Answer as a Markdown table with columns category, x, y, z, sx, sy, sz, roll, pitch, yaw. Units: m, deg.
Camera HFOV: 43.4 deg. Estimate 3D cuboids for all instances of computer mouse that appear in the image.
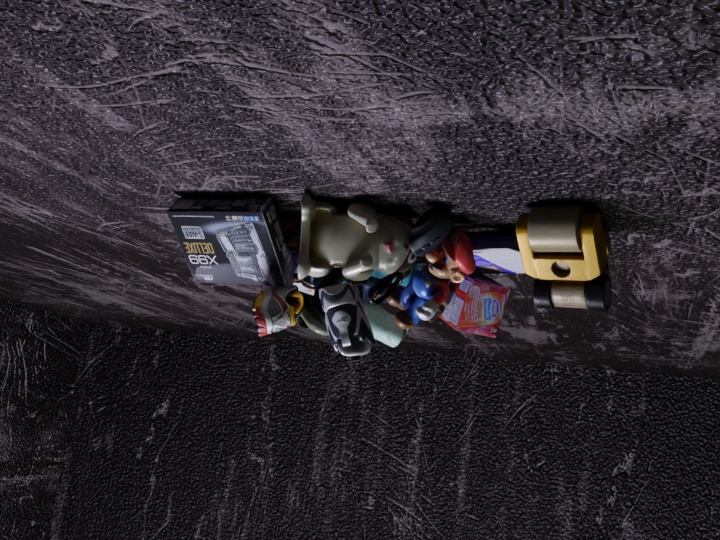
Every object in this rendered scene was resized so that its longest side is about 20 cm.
| category | x | y | z | sx | sy | sz | roll | pitch | yaw |
| --- | --- | --- | --- | --- | --- | --- | --- | --- | --- |
| computer mouse | 0.084 | -0.021 | 1.467 | 0.058 | 0.201 | 0.034 | 29 | -170 | -49 |

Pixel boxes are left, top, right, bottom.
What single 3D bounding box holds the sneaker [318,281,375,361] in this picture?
| category | x | y | z | sx | sy | sz | roll | pitch | yaw |
| --- | --- | --- | --- | --- | --- | --- | --- | --- | --- |
| sneaker | -0.020 | 0.092 | 1.571 | 0.078 | 0.132 | 0.199 | -11 | 175 | 0 |

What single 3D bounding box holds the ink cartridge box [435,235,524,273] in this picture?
| category | x | y | z | sx | sy | sz | roll | pitch | yaw |
| --- | --- | --- | --- | --- | --- | --- | --- | --- | --- |
| ink cartridge box | 0.242 | -0.033 | 1.644 | 0.196 | 0.044 | 0.198 | -1 | 169 | 41 |

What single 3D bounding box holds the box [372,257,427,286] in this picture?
| category | x | y | z | sx | sy | sz | roll | pitch | yaw |
| --- | --- | --- | --- | --- | --- | --- | --- | --- | --- |
| box | 0.082 | -0.004 | 1.726 | 0.081 | 0.050 | 0.199 | 0 | -171 | -31 |

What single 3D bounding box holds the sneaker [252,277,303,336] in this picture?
| category | x | y | z | sx | sy | sz | roll | pitch | yaw |
| --- | --- | --- | --- | --- | --- | --- | --- | --- | --- |
| sneaker | -0.138 | 0.057 | 1.629 | 0.081 | 0.079 | 0.201 | -8 | -155 | 6 |

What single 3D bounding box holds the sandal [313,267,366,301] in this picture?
| category | x | y | z | sx | sy | sz | roll | pitch | yaw |
| --- | --- | --- | --- | --- | --- | --- | --- | --- | --- |
| sandal | 0.000 | 0.000 | 1.668 | 0.198 | 0.045 | 0.075 | -34 | 166 | -1 |

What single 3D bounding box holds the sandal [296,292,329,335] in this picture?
| category | x | y | z | sx | sy | sz | roll | pitch | yaw |
| --- | --- | --- | --- | --- | --- | --- | --- | --- | --- |
| sandal | -0.093 | 0.086 | 1.676 | 0.079 | 0.058 | 0.201 | 18 | -168 | -12 |

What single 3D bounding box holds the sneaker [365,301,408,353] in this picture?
| category | x | y | z | sx | sy | sz | roll | pitch | yaw |
| --- | --- | --- | --- | --- | --- | --- | --- | --- | --- |
| sneaker | 0.033 | 0.102 | 1.811 | 0.117 | 0.075 | 0.201 | 26 | -170 | -11 |

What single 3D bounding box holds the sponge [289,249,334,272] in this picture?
| category | x | y | z | sx | sy | sz | roll | pitch | yaw |
| --- | --- | --- | --- | --- | --- | --- | --- | --- | --- |
| sponge | -0.141 | -0.018 | 1.697 | 0.196 | 0.030 | 0.111 | 5 | 172 | 18 |

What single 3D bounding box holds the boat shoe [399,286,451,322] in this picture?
| category | x | y | z | sx | sy | sz | roll | pitch | yaw |
| --- | --- | --- | --- | --- | --- | --- | --- | --- | --- |
| boat shoe | 0.096 | 0.062 | 1.781 | 0.074 | 0.076 | 0.202 | 34 | 170 | -22 |

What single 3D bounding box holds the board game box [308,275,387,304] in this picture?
| category | x | y | z | sx | sy | sz | roll | pitch | yaw |
| --- | --- | --- | --- | --- | --- | --- | --- | --- | --- |
| board game box | -0.033 | 0.007 | 1.839 | 0.149 | 0.037 | 0.200 | 10 | -163 | -16 |

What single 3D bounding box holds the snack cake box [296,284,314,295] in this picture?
| category | x | y | z | sx | sy | sz | roll | pitch | yaw |
| --- | --- | --- | --- | --- | --- | --- | --- | --- | --- |
| snack cake box | -0.090 | 0.015 | 2.051 | 0.113 | 0.069 | 0.199 | -2 | 167 | 31 |

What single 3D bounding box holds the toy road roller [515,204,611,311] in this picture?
| category | x | y | z | sx | sy | sz | roll | pitch | yaw |
| --- | --- | --- | --- | --- | --- | --- | --- | --- | --- |
| toy road roller | 0.336 | -0.038 | 1.439 | 0.121 | 0.147 | 0.202 | 1 | 131 | 30 |

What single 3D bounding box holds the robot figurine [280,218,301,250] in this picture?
| category | x | y | z | sx | sy | sz | roll | pitch | yaw |
| --- | --- | --- | --- | --- | --- | --- | --- | --- | --- |
| robot figurine | -0.084 | -0.055 | 1.710 | 0.198 | 0.059 | 0.144 | 15 | 167 | -38 |

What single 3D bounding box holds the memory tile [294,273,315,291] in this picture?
| category | x | y | z | sx | sy | sz | roll | pitch | yaw |
| --- | --- | --- | --- | --- | --- | --- | --- | --- | --- |
| memory tile | -0.107 | 0.007 | 1.865 | 0.197 | 0.017 | 0.153 | 19 | -165 | 8 |

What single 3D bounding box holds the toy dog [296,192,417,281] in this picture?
| category | x | y | z | sx | sy | sz | roll | pitch | yaw |
| --- | --- | --- | --- | --- | --- | --- | --- | --- | --- |
| toy dog | -0.001 | -0.040 | 1.527 | 0.196 | 0.142 | 0.194 | 4 | 170 | 3 |

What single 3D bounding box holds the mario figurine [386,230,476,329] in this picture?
| category | x | y | z | sx | sy | sz | roll | pitch | yaw |
| --- | --- | --- | --- | --- | --- | --- | --- | --- | --- |
| mario figurine | 0.112 | 0.005 | 1.551 | 0.200 | 0.124 | 0.106 | -49 | 171 | 30 |

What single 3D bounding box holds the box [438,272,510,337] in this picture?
| category | x | y | z | sx | sy | sz | roll | pitch | yaw |
| --- | --- | --- | --- | --- | --- | --- | --- | --- | --- |
| box | 0.200 | 0.049 | 1.787 | 0.094 | 0.101 | 0.200 | 12 | -170 | -23 |

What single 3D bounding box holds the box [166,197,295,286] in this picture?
| category | x | y | z | sx | sy | sz | roll | pitch | yaw |
| --- | --- | --- | --- | --- | --- | --- | --- | --- | --- |
| box | -0.228 | -0.052 | 1.606 | 0.197 | 0.050 | 0.160 | 3 | 127 | 23 |
